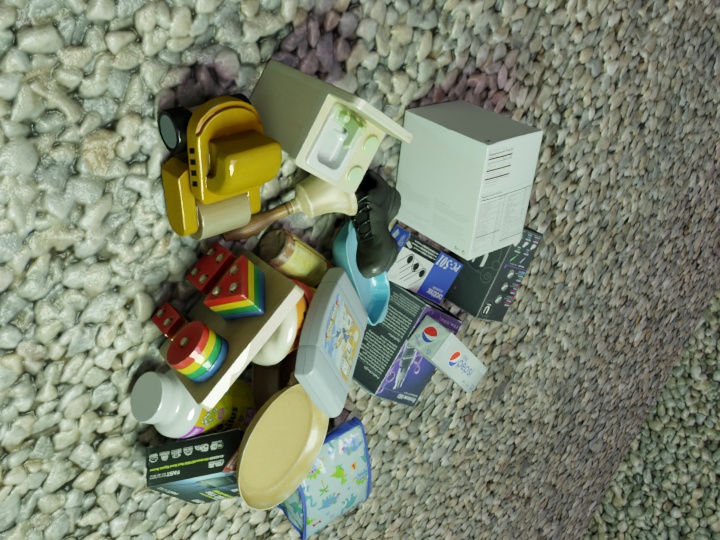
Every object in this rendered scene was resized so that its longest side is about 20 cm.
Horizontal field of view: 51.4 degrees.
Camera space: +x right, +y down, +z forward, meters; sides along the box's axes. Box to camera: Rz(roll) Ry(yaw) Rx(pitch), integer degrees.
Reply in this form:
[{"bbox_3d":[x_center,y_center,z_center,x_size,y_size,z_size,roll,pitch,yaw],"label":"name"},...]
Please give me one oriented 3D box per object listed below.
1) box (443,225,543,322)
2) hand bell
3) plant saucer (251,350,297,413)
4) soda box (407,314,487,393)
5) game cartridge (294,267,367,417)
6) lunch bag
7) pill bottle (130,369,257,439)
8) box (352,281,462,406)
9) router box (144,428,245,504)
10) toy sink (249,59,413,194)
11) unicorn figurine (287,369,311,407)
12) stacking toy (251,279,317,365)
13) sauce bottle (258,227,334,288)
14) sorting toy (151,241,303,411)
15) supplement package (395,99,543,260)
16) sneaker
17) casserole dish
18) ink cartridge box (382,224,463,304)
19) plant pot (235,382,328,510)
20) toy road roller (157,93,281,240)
[{"bbox_3d":[0.257,-0.014,1.505,0.106,0.122,0.201,11,106,-48],"label":"box"},{"bbox_3d":[-0.114,-0.090,1.125,0.199,0.104,0.105,-27,133,-16],"label":"hand bell"},{"bbox_3d":[-0.113,0.175,1.244,0.200,0.036,0.203,-1,90,-66],"label":"plant saucer"},{"bbox_3d":[0.166,0.160,1.406,0.064,0.068,0.200,-52,141,-4],"label":"soda box"},{"bbox_3d":[-0.042,0.102,1.135,0.134,0.041,0.201,67,30,-46],"label":"game cartridge"},{"bbox_3d":[-0.072,0.384,1.428,0.169,0.127,0.201,-27,141,-31],"label":"lunch bag"},{"bbox_3d":[-0.250,0.208,1.150,0.199,0.104,0.105,24,97,-50],"label":"pill bottle"},{"bbox_3d":[0.080,0.145,1.443,0.148,0.104,0.201,24,97,-50],"label":"box"},{"bbox_3d":[-0.228,0.312,1.176,0.148,0.063,0.200,-12,154,6],"label":"router box"},{"bbox_3d":[-0.050,-0.187,1.022,0.130,0.199,0.113,21,99,-50],"label":"toy sink"},{"bbox_3d":[-0.053,0.156,1.235,0.200,0.073,0.138,54,60,-81],"label":"unicorn figurine"},{"bbox_3d":[-0.092,0.066,1.178,0.199,0.146,0.147,-2,117,-48],"label":"stacking toy"},{"bbox_3d":[-0.083,-0.001,1.213,0.066,0.066,0.200,-55,139,-3],"label":"sauce bottle"},{"bbox_3d":[-0.202,0.059,1.039,0.200,0.198,0.070,-51,124,-7],"label":"sorting toy"},{"bbox_3d":[0.177,-0.160,1.276,0.146,0.191,0.202,-19,128,-37],"label":"supplement package"},{"bbox_3d":[0.013,-0.077,1.199,0.075,0.201,0.091,-20,136,26],"label":"sneaker"},{"bbox_3d":[0.000,0.000,1.270,0.121,0.038,0.201,-60,140,-51],"label":"casserole dish"},{"bbox_3d":[0.110,-0.009,1.421,0.199,0.044,0.094,26,97,-50],"label":"ink cartridge box"},{"bbox_3d":[-0.118,0.255,1.110,0.200,0.027,0.202,-34,134,-43],"label":"plant pot"},{"bbox_3d":[-0.175,-0.125,0.976,0.122,0.146,0.202,-22,129,-34],"label":"toy road roller"}]
